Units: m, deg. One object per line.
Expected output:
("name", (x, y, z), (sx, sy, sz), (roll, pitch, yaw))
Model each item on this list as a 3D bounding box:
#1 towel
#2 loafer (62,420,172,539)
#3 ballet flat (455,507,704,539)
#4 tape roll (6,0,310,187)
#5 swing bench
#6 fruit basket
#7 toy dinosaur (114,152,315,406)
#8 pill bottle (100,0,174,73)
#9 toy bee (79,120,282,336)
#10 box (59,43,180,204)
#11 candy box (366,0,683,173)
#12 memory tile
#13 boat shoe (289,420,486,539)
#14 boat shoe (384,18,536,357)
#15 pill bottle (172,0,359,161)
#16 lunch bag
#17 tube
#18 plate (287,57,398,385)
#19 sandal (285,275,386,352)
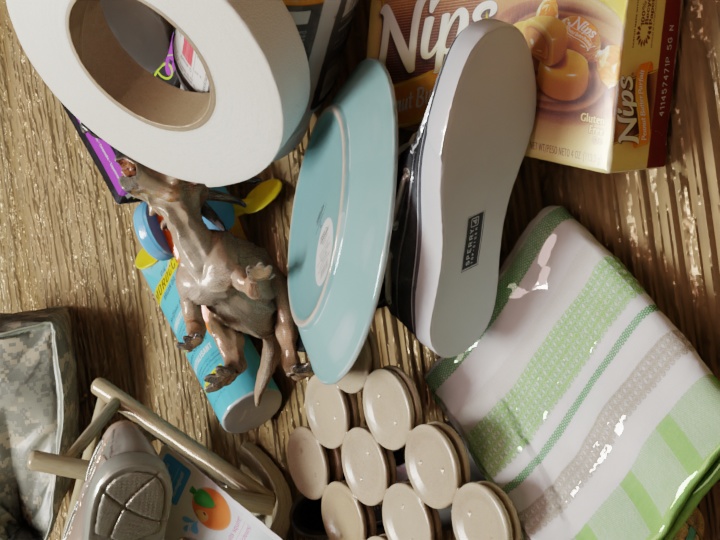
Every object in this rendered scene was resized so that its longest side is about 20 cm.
("towel", (0.115, 0.073, 0.723), (0.150, 0.031, 0.200), (-60, 37, 22))
("loafer", (-0.172, 0.195, 0.879), (0.201, 0.071, 0.063), (-69, 26, 23))
("ballet flat", (0.111, 0.176, 0.760), (0.199, 0.070, 0.071), (-30, 74, 45))
("tape roll", (-0.125, -0.137, 0.795), (0.201, 0.037, 0.204), (22, 144, 17))
("swing bench", (-0.162, 0.226, 1.022), (0.199, 0.130, 0.200), (22, 116, 4))
("fruit basket", (-0.088, 0.241, 0.886), (0.199, 0.094, 0.186), (33, 126, 9))
("toy dinosaur", (-0.086, 0.002, 0.909), (0.085, 0.201, 0.136), (-20, 45, 8))
("pill bottle", (-0.164, -0.236, 0.926), (0.109, 0.109, 0.201), (-39, 36, 44))
("toy bee", (-0.119, -0.057, 0.987), (0.130, 0.109, 0.202), (-2, 109, 18))
("box", (-0.183, -0.175, 1.074), (0.143, 0.036, 0.200), (57, 134, 25))
("candy box", (0.087, -0.131, 0.758), (0.199, 0.055, 0.117), (19, 110, 46))
("memory tile", (0.020, 0.136, 0.805), (0.200, 0.017, 0.154), (50, 135, 37))
("boat shoe", (0.027, 0.147, 0.867), (0.199, 0.057, 0.067), (-30, 74, 47))
("boat shoe", (0.047, -0.050, 0.736), (0.068, 0.071, 0.201), (35, 134, 39))
("pill bottle", (-0.063, -0.165, 0.847), (0.117, 0.116, 0.200), (61, 154, 23))
("lunch bag", (-0.307, 0.140, 1.160), (0.164, 0.116, 0.202), (-155, 61, -81))
("tube", (-0.126, 0.037, 1.038), (0.078, 0.050, 0.201), (-55, 51, 29))
("plate", (-0.018, -0.032, 0.801), (0.200, 0.025, 0.202), (-171, 90, -75))
("sandal", (-0.001, -0.001, 0.891), (0.200, 0.048, 0.076), (-36, 65, 59))
